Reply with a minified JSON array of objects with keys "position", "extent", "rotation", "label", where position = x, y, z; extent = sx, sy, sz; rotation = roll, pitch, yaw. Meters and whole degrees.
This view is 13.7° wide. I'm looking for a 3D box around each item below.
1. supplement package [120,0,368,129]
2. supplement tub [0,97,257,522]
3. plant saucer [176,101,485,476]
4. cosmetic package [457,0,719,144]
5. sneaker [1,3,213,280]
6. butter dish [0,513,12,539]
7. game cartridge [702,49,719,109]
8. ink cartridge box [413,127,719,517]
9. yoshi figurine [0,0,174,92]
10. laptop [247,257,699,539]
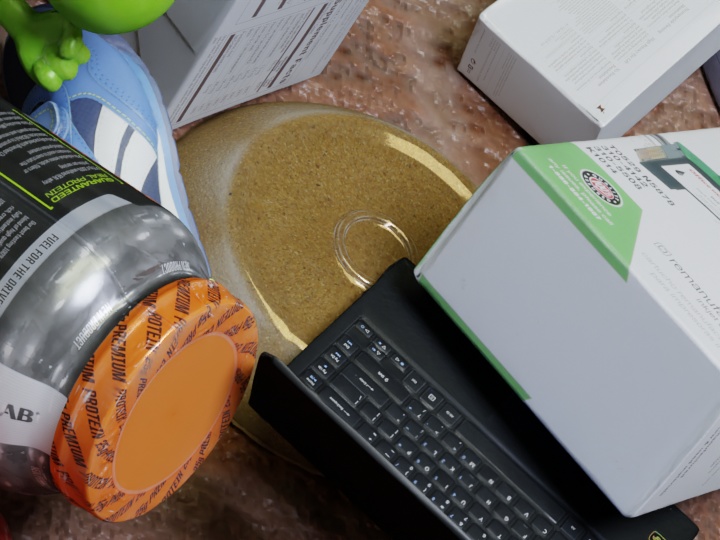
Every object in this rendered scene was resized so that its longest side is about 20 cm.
[{"position":[-0.079,-0.194,1.322],"extent":[0.111,0.156,0.200],"rotation":[-23,70,-40],"label":"supplement package"},{"position":[-0.143,0.003,1.134],"extent":[0.200,0.123,0.122],"rotation":[34,43,24],"label":"supplement tub"},{"position":[0.000,0.000,1.318],"extent":[0.199,0.035,0.201],"rotation":[16,52,-21],"label":"plant saucer"},{"position":[0.143,-0.136,1.463],"extent":[0.082,0.051,0.200],"rotation":[42,58,14],"label":"cosmetic package"},{"position":[-0.120,-0.026,1.241],"extent":[0.082,0.074,0.201],"rotation":[-5,60,-31],"label":"sneaker"},{"position":[-0.205,0.110,1.041],"extent":[0.198,0.148,0.201],"rotation":[20,50,-16],"label":"butter dish"},{"position":[0.234,-0.119,1.545],"extent":[0.133,0.042,0.201],"rotation":[7,55,-32],"label":"game cartridge"},{"position":[0.141,0.016,1.309],"extent":[0.146,0.084,0.200],"rotation":[48,29,20],"label":"ink cartridge box"},{"position":[-0.153,-0.124,1.207],"extent":[0.199,0.112,0.113],"rotation":[-17,89,5],"label":"yoshi figurine"},{"position":[0.054,0.072,1.192],"extent":[0.177,0.103,0.200],"rotation":[43,42,4],"label":"laptop"}]
